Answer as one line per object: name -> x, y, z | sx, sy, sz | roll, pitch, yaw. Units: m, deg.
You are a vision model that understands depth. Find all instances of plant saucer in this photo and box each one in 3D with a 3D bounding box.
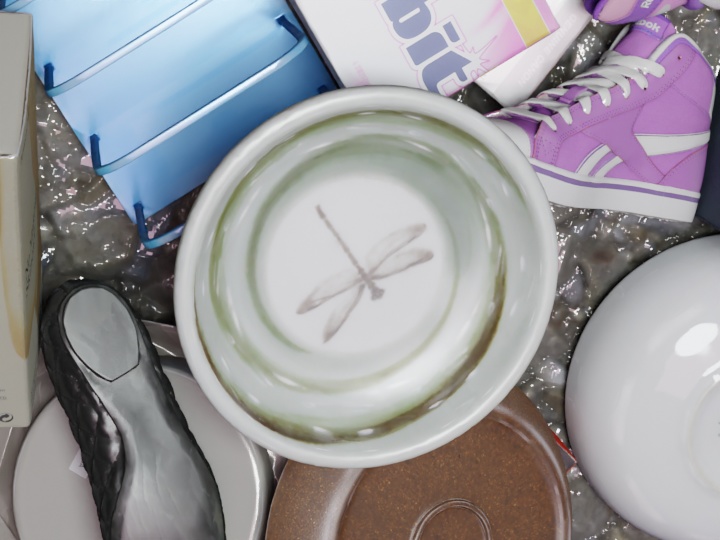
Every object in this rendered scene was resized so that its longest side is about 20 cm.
plant saucer -> 0.000, 0.000, 0.899 | 0.199, 0.050, 0.202 | -5, 110, -14
plant saucer -> 0.043, 0.149, 0.968 | 0.199, 0.034, 0.202 | -4, 97, -31

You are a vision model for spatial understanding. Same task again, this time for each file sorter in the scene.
file sorter -> -0.110, -0.131, 0.921 | 0.138, 0.123, 0.201 | -32, 108, 0

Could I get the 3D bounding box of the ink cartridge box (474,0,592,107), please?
ink cartridge box -> 0.077, -0.218, 0.973 | 0.176, 0.045, 0.200 | 38, 95, -17

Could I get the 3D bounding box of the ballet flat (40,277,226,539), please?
ballet flat -> -0.118, 0.099, 0.941 | 0.066, 0.057, 0.201 | -17, 91, -17

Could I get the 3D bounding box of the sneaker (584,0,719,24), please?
sneaker -> 0.122, -0.213, 0.923 | 0.088, 0.081, 0.201 | -24, 106, 8

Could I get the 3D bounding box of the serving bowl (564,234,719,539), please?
serving bowl -> 0.226, 0.083, 1.058 | 0.198, 0.066, 0.202 | -3, 110, -9

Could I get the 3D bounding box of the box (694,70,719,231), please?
box -> 0.309, -0.048, 1.004 | 0.199, 0.148, 0.108 | 13, 101, -13

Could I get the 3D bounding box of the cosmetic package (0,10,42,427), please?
cosmetic package -> -0.197, -0.022, 0.877 | 0.071, 0.106, 0.201 | 2, 139, -7

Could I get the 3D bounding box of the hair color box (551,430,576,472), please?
hair color box -> 0.019, 0.140, 1.045 | 0.200, 0.061, 0.102 | -44, 107, 3

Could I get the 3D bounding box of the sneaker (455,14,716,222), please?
sneaker -> 0.123, -0.093, 0.977 | 0.200, 0.072, 0.115 | 3, 105, -45

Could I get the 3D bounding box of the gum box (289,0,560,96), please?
gum box -> 0.003, -0.185, 0.911 | 0.113, 0.066, 0.201 | -31, 107, 0

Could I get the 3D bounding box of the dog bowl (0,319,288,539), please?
dog bowl -> -0.119, 0.123, 0.985 | 0.198, 0.059, 0.202 | 0, 87, 6
